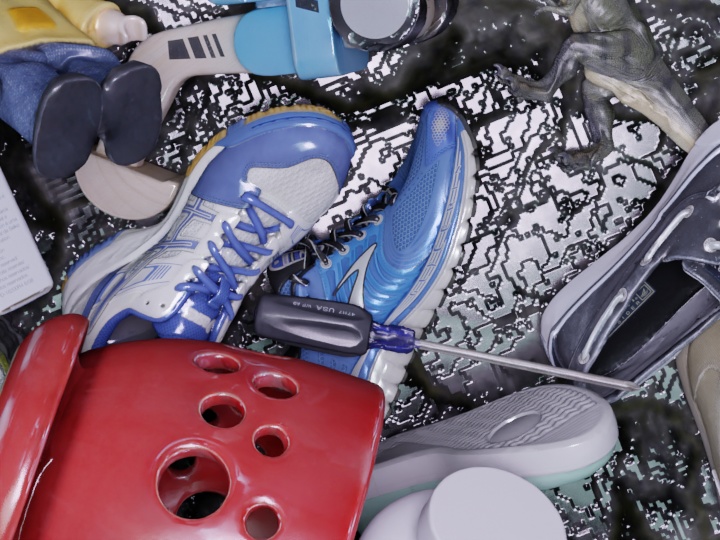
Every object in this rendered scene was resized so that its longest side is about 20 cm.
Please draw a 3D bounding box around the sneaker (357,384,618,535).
[{"bbox_3d":[0.081,0.130,1.490,0.074,0.200,0.118,-36,100,-37],"label":"sneaker"}]

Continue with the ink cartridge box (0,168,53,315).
[{"bbox_3d":[-0.254,-0.059,1.459,0.043,0.196,0.200,-29,98,-35],"label":"ink cartridge box"}]

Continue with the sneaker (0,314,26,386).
[{"bbox_3d":[-0.197,0.109,1.527,0.085,0.074,0.200,-20,91,10],"label":"sneaker"}]

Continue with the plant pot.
[{"bbox_3d":[-0.100,0.123,1.401,0.182,0.200,0.201,20,96,-5],"label":"plant pot"}]

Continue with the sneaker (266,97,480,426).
[{"bbox_3d":[0.000,0.000,1.514,0.089,0.079,0.200,24,96,-5],"label":"sneaker"}]

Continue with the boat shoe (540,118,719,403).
[{"bbox_3d":[0.178,-0.009,1.505,0.200,0.068,0.072,-42,120,8],"label":"boat shoe"}]

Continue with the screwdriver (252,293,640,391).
[{"bbox_3d":[0.044,0.039,1.479,0.200,0.029,0.028,10,103,-4],"label":"screwdriver"}]

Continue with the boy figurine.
[{"bbox_3d":[-0.170,-0.120,1.464,0.124,0.200,0.065,-11,129,-28],"label":"boy figurine"}]

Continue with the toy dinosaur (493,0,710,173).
[{"bbox_3d":[0.125,-0.101,1.521,0.088,0.047,0.200,-38,98,-3],"label":"toy dinosaur"}]

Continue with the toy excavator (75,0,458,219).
[{"bbox_3d":[-0.055,-0.130,1.503,0.200,0.100,0.195,-4,97,14],"label":"toy excavator"}]

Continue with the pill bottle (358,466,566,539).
[{"bbox_3d":[0.035,0.183,1.428,0.111,0.111,0.200,23,136,-2],"label":"pill bottle"}]

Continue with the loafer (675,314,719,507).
[{"bbox_3d":[0.222,0.115,1.530,0.076,0.068,0.200,-26,96,3],"label":"loafer"}]

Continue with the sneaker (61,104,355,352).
[{"bbox_3d":[-0.073,-0.001,1.478,0.075,0.088,0.200,30,124,-31],"label":"sneaker"}]
